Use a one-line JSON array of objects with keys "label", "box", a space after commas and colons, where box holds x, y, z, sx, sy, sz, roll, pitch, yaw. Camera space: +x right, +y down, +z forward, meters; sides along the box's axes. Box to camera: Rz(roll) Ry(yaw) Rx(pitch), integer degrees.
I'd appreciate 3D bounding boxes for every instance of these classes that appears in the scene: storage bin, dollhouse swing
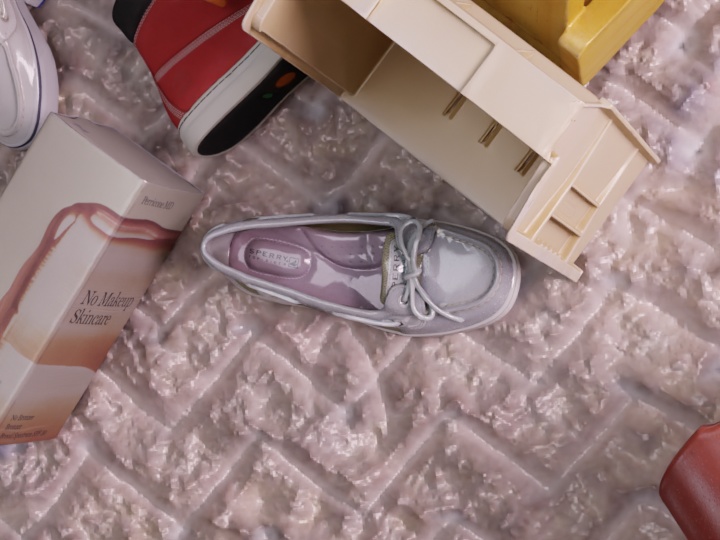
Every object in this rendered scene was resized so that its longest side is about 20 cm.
[{"label": "storage bin", "box": [0.057, -0.100, 1.102, 0.200, 0.198, 0.094, 40, 96, 18]}, {"label": "dollhouse swing", "box": [0.091, -0.236, 1.068, 0.200, 0.176, 0.182, 39, 67, 14]}]

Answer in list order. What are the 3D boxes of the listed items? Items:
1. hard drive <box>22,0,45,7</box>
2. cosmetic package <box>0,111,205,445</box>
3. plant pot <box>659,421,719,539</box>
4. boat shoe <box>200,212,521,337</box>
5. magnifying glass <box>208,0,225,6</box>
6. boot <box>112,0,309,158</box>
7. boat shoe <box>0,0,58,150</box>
[{"label": "hard drive", "box": [-0.273, -0.288, 1.328, 0.199, 0.025, 0.133, 32, 98, 19]}, {"label": "cosmetic package", "box": [-0.200, 0.007, 1.241, 0.087, 0.103, 0.201, 34, 100, 17]}, {"label": "plant pot", "box": [0.275, 0.150, 1.017, 0.201, 0.200, 0.196, -42, 65, 13]}, {"label": "boat shoe", "box": [-0.001, -0.002, 1.186, 0.200, 0.065, 0.075, 9, 90, 21]}, {"label": "magnifying glass", "box": [-0.054, -0.258, 1.162, 0.022, 0.080, 0.201, 21, 97, -11]}, {"label": "boot", "box": [-0.070, -0.189, 1.221, 0.200, 0.072, 0.145, -38, 73, 21]}, {"label": "boat shoe", "box": [-0.261, -0.176, 1.275, 0.072, 0.066, 0.202, -8, 99, 31]}]
